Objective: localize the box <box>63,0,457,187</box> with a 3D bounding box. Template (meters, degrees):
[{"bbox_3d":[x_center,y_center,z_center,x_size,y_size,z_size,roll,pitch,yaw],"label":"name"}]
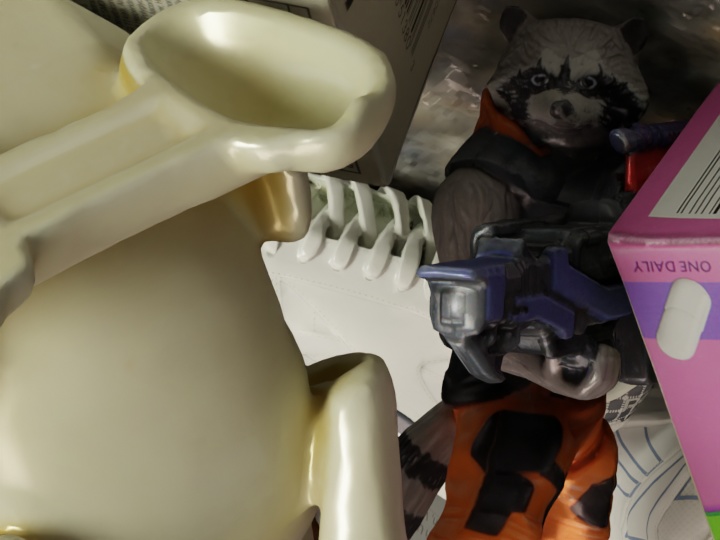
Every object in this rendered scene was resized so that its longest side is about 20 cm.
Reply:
[{"bbox_3d":[-0.080,-0.093,0.764,0.199,0.078,0.095,12,153,17],"label":"box"}]

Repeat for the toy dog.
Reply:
[{"bbox_3d":[-0.072,0.043,0.719,0.194,0.139,0.201,25,138,43],"label":"toy dog"}]

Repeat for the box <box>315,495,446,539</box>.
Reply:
[{"bbox_3d":[-0.008,0.174,1.083,0.130,0.201,0.199,-6,144,40],"label":"box"}]

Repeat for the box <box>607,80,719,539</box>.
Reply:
[{"bbox_3d":[0.183,0.046,0.742,0.175,0.097,0.201,1,126,35],"label":"box"}]

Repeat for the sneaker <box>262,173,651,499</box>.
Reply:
[{"bbox_3d":[0.000,0.000,0.908,0.199,0.077,0.080,27,142,-22],"label":"sneaker"}]

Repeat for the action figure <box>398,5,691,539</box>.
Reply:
[{"bbox_3d":[0.034,0.022,0.784,0.104,0.195,0.200,16,-175,30],"label":"action figure"}]

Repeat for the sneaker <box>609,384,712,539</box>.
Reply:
[{"bbox_3d":[0.112,0.079,0.942,0.074,0.087,0.200,24,155,-10],"label":"sneaker"}]
